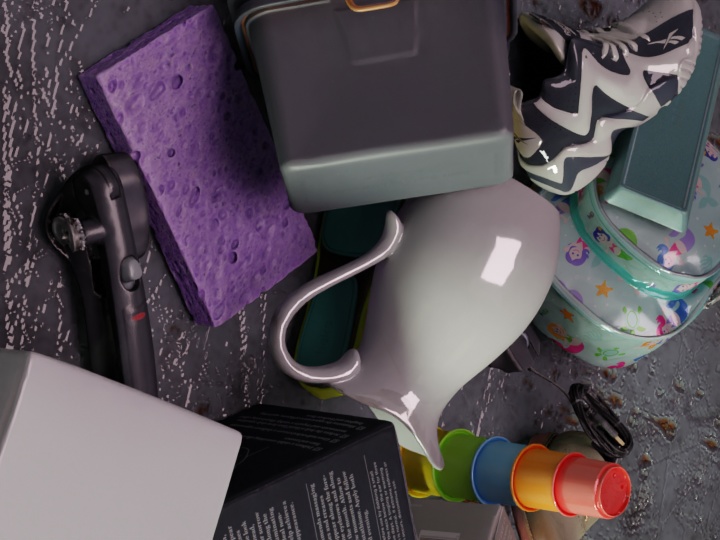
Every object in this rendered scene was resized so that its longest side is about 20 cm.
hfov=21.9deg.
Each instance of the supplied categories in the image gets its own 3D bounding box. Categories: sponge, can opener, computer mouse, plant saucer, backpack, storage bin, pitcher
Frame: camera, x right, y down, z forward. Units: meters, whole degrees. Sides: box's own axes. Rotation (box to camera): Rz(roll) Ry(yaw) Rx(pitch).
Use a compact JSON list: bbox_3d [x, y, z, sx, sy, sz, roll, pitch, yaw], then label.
[{"bbox_3d":[-0.109,-0.072,1.299,0.111,0.030,0.201,-39,117,-35],"label":"sponge"},{"bbox_3d":[-0.160,0.024,1.234,0.078,0.063,0.202,-14,101,-35],"label":"can opener"},{"bbox_3d":[0.146,0.075,1.480,0.200,0.034,0.059,40,37,-8],"label":"computer mouse"},{"bbox_3d":[0.245,-0.122,1.469,0.069,0.019,0.201,21,57,-3],"label":"plant saucer"},{"bbox_3d":[0.217,-0.029,1.510,0.177,0.151,0.200,43,67,0],"label":"backpack"},{"bbox_3d":[0.019,-0.126,1.256,0.146,0.198,0.135,79,2,-68],"label":"storage bin"},{"bbox_3d":[0.040,0.014,1.309,0.171,0.121,0.201,32,87,-30],"label":"pitcher"}]

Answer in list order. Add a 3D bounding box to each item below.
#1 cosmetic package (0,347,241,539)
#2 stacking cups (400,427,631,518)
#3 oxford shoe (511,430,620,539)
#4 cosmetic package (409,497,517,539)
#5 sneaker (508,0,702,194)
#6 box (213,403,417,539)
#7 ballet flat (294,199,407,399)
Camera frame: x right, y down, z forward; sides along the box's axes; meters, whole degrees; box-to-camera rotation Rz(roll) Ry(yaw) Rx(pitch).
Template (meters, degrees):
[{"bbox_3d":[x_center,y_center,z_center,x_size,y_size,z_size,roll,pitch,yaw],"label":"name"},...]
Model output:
[{"bbox_3d":[-0.209,0.143,1.105,0.167,0.199,0.168,26,75,-40],"label":"cosmetic package"},{"bbox_3d":[0.112,0.157,1.396,0.060,0.199,0.061,-5,98,-41],"label":"stacking cups"},{"bbox_3d":[0.165,0.175,1.470,0.200,0.073,0.071,-63,135,-64],"label":"oxford shoe"},{"bbox_3d":[0.082,0.269,1.403,0.200,0.090,0.107,61,38,-46],"label":"cosmetic package"},{"bbox_3d":[0.178,-0.170,1.422,0.199,0.079,0.130,-45,132,-9],"label":"sneaker"},{"bbox_3d":[-0.085,0.176,1.254,0.199,0.148,0.108,-21,106,-39],"label":"box"},{"bbox_3d":[0.000,0.000,1.388,0.067,0.066,0.201,30,74,-61],"label":"ballet flat"}]
